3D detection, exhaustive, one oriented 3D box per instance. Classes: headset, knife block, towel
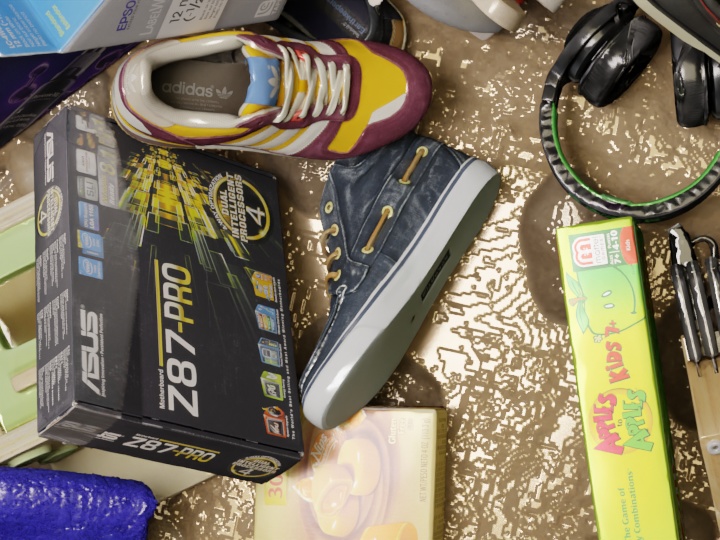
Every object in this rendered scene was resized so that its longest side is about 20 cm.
[{"bbox_3d":[0.179,-0.131,1.140,0.122,0.094,0.202,15,85,12],"label":"headset"},{"bbox_3d":[0.233,0.065,1.145,0.063,0.177,0.201,-11,130,12],"label":"knife block"},{"bbox_3d":[-0.234,0.184,1.166,0.198,0.050,0.149,6,127,-15],"label":"towel"}]

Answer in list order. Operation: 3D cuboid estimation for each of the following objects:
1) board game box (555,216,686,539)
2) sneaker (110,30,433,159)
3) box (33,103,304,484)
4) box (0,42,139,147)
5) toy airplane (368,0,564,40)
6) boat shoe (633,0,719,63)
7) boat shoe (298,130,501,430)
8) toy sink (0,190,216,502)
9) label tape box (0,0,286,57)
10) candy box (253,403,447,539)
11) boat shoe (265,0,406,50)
[{"bbox_3d":[0.157,0.074,1.131,0.047,0.102,0.203,-8,85,11],"label":"board game box"},{"bbox_3d":[-0.045,-0.103,1.111,0.198,0.090,0.076,-5,89,-15],"label":"sneaker"},{"bbox_3d":[-0.116,0.015,1.122,0.049,0.160,0.202,-36,49,42],"label":"box"},{"bbox_3d":[-0.245,-0.155,1.203,0.199,0.148,0.105,-35,81,8],"label":"box"},{"bbox_3d":[0.031,-0.207,1.126,0.141,0.200,0.200,-36,85,2],"label":"toy airplane"},{"bbox_3d":[0.243,-0.146,1.093,0.200,0.063,0.074,24,75,-30],"label":"boat shoe"},{"bbox_3d":[0.000,0.000,1.170,0.090,0.071,0.201,28,69,18],"label":"boat shoe"},{"bbox_3d":[-0.177,0.055,1.196,0.129,0.112,0.202,-24,83,10],"label":"toy sink"},{"bbox_3d":[-0.147,-0.201,1.073,0.144,0.199,0.066,53,133,23],"label":"label tape box"},{"bbox_3d":[-0.007,0.185,1.183,0.114,0.055,0.203,1,88,11],"label":"candy box"},{"bbox_3d":[-0.056,-0.196,1.210,0.199,0.062,0.075,39,97,12],"label":"boat shoe"}]
